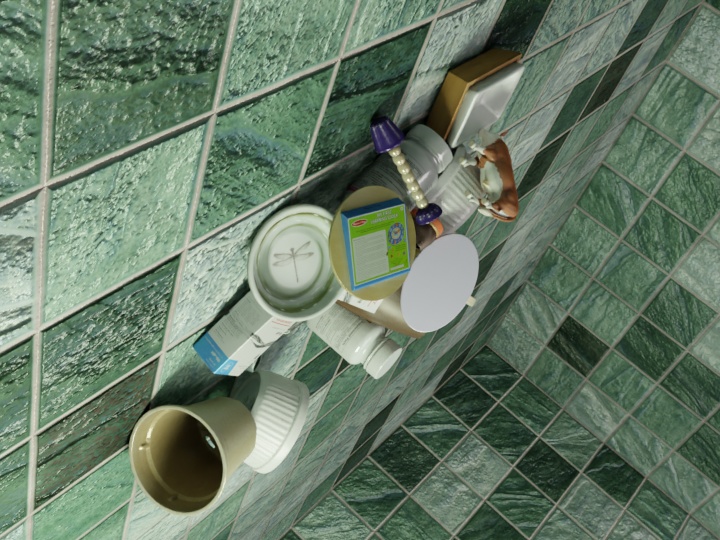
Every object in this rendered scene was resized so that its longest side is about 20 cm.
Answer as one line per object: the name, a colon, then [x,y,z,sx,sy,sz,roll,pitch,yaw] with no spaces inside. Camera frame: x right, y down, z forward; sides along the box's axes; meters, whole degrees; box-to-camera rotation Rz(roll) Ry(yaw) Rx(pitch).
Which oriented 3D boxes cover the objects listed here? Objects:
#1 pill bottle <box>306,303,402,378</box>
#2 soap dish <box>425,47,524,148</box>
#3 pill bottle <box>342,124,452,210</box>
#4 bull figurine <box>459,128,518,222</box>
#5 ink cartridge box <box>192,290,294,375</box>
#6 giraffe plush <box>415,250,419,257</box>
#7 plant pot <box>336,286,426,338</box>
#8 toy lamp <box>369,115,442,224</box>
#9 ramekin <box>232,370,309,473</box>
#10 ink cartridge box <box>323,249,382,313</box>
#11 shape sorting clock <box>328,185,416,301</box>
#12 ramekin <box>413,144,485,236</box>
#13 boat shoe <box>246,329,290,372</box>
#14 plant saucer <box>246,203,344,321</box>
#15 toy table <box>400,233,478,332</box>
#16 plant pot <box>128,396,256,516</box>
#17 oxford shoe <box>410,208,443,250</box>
pill bottle: [-0.011,0.140,1.920,0.114,0.200,0.114,-45,163,-17]
soap dish: [0.220,-0.338,1.697,0.200,0.081,0.158,-35,157,-41]
pill bottle: [0.071,-0.168,1.620,0.200,0.113,0.113,-46,163,-12]
bull figurine: [0.250,-0.190,1.676,0.121,0.201,0.065,1,159,-38]
ink cartridge box: [-0.186,0.095,1.556,0.200,0.068,0.116,-44,164,5]
giraffe plush: [0.167,-0.106,1.977,0.200,0.172,0.163,85,25,-53]
plant pot: [0.072,0.047,1.848,0.187,0.200,0.187,-53,-176,5]
toy lamp: [0.076,-0.175,1.527,0.058,0.200,0.058,-24,-158,11]
ramekin: [-0.202,0.299,1.785,0.200,0.105,0.200,-48,-158,27]
ink cartridge box: [0.000,0.000,1.610,0.200,0.067,0.116,23,111,-31]
shape sorting clock: [0.021,-0.047,1.521,0.199,0.039,0.201,-9,103,-41]
ramekin: [0.162,-0.152,1.756,0.200,0.105,0.200,-45,-165,15]
boat shoe: [-0.166,0.112,1.698,0.200,0.062,0.073,-47,163,-12]
plant saucer: [-0.109,-0.016,1.483,0.199,0.050,0.201,-8,105,-31]
toy table: [0.152,0.021,1.712,0.200,0.184,0.117,-50,-178,3]
plant pot: [-0.288,0.319,1.611,0.201,0.200,0.183,-56,167,20]
oxford shoe: [0.062,-0.083,1.677,0.073,0.200,0.071,-50,128,-24]
